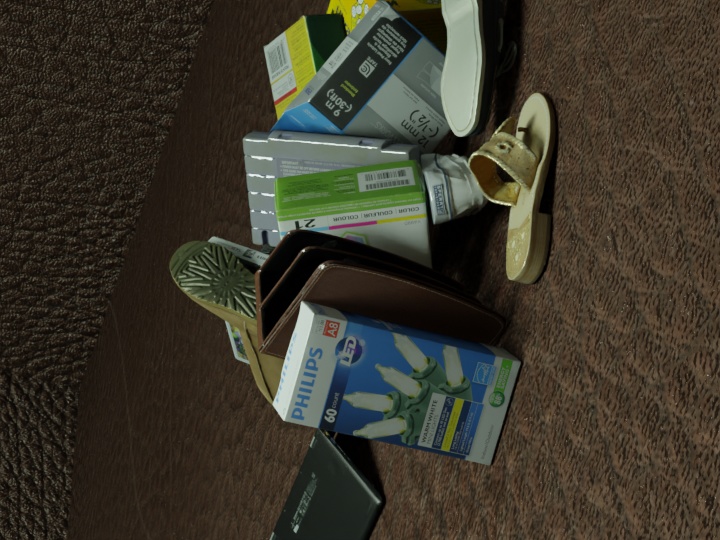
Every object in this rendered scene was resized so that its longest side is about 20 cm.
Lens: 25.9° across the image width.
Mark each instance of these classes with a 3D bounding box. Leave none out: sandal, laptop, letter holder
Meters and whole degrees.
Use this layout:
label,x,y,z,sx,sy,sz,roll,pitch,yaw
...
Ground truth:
label,x,y,z,sx,sy,sz,roll,pitch,yaw
sandal,0.135,-0.090,1.463,0.078,0.070,0.212,127,152,-54
laptop,-0.022,0.262,1.809,0.200,0.116,0.187,46,126,37
letter holder,0.020,0.026,1.488,0.142,0.200,0.101,-52,31,37

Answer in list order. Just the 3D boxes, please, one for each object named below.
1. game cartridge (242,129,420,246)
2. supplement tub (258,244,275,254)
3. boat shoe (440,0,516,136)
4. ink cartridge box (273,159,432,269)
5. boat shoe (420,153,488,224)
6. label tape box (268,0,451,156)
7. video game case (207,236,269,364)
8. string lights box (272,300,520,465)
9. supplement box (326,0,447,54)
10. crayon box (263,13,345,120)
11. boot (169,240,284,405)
label,x,y,z,sx,sy,sz,roll,pitch,yaw
game cartridge,-0.028,-0.081,1.657,0.038,0.200,0.130,-33,-54,-57
supplement tub,-0.054,-0.012,1.858,0.200,0.123,0.123,-55,3,-33
boat shoe,0.122,-0.229,1.632,0.075,0.062,0.200,-30,56,47
ink cartridge box,0.000,0.000,1.582,0.076,0.148,0.200,-97,-1,-60
boat shoe,0.098,-0.082,1.592,0.200,0.065,0.074,-92,-8,-77
label tape box,0.013,-0.168,1.688,0.200,0.143,0.066,-50,19,3
video game case,-0.078,0.059,1.764,0.023,0.182,0.200,-55,-29,-33
string lights box,0.032,0.102,1.415,0.059,0.200,0.103,-142,67,-73
supplement box,0.025,-0.260,1.814,0.109,0.109,0.200,61,147,32
crayon box,-0.050,-0.181,1.808,0.127,0.051,0.200,-20,79,63
boot,-0.123,0.073,1.740,0.066,0.175,0.200,-45,-31,-20
